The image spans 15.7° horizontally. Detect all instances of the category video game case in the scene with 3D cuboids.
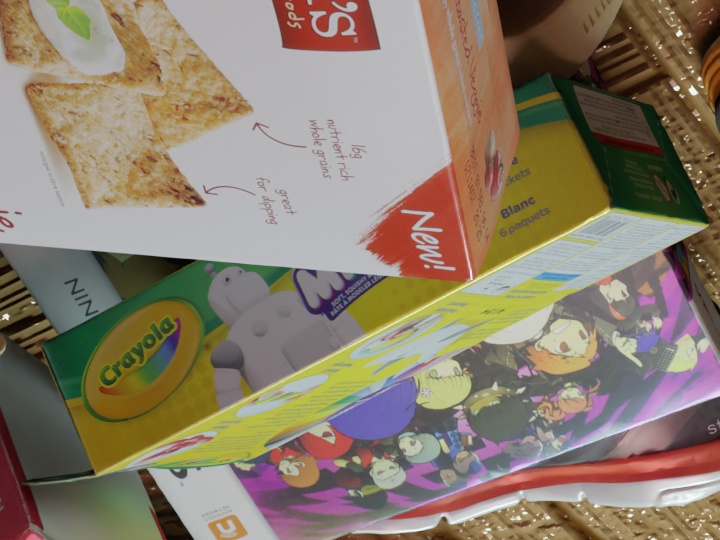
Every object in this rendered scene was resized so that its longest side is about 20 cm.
[{"bbox_3d":[0.000,0.000,0.864,0.199,0.036,0.182,-21,122,14],"label":"video game case"}]

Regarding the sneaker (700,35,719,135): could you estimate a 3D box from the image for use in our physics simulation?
[{"bbox_3d":[0.178,-0.009,0.896,0.078,0.078,0.200,-30,138,21],"label":"sneaker"}]

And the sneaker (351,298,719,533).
[{"bbox_3d":[0.044,0.042,0.955,0.199,0.077,0.082,-6,110,6],"label":"sneaker"}]

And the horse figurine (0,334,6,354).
[{"bbox_3d":[-0.186,0.012,0.713,0.200,0.050,0.133,36,141,-10],"label":"horse figurine"}]

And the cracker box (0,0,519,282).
[{"bbox_3d":[-0.069,-0.067,0.641,0.199,0.058,0.134,4,139,17],"label":"cracker box"}]

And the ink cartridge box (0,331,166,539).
[{"bbox_3d":[-0.158,0.131,0.842,0.200,0.145,0.084,-46,123,8],"label":"ink cartridge box"}]

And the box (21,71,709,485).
[{"bbox_3d":[-0.004,0.010,0.781,0.199,0.049,0.117,-30,168,18],"label":"box"}]

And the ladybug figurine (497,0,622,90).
[{"bbox_3d":[0.012,-0.125,0.700,0.136,0.072,0.200,-52,141,-17],"label":"ladybug figurine"}]
